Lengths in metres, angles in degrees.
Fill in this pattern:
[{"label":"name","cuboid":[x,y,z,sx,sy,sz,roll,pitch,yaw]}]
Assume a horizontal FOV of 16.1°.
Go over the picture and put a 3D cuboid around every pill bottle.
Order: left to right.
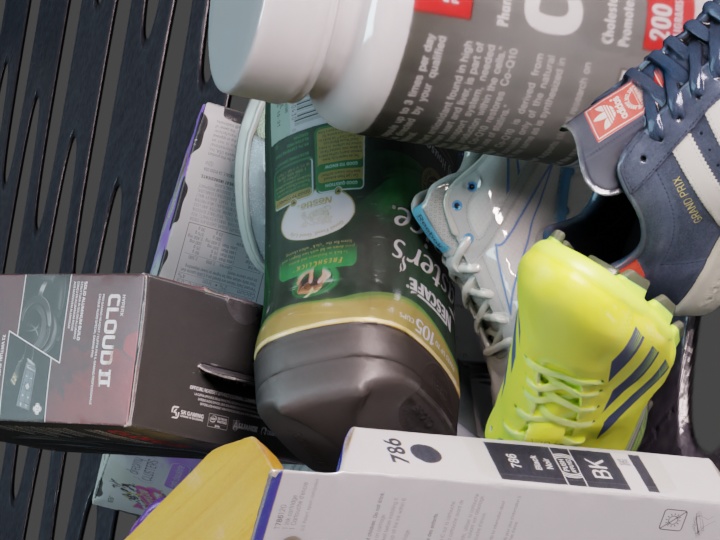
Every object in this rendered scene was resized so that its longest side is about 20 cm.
[{"label":"pill bottle","cuboid":[0.042,-0.110,1.108,0.114,0.199,0.114,-172,90,-72]}]

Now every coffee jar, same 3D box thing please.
[{"label":"coffee jar","cuboid":[0.000,0.000,1.219,0.104,0.085,0.201,50,-147,-50]}]

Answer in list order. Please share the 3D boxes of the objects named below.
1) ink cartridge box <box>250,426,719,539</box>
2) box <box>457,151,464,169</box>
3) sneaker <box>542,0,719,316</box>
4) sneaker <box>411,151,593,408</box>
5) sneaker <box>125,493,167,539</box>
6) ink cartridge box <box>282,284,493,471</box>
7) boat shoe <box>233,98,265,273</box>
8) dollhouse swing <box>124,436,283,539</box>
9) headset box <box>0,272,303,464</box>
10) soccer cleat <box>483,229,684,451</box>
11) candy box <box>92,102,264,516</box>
[{"label":"ink cartridge box","cuboid":[0.043,0.115,1.009,0.039,0.199,0.100,-117,39,-55]},{"label":"box","cuboid":[0.033,-0.106,1.410,0.137,0.038,0.201,141,135,-65]},{"label":"sneaker","cuboid":[0.129,-0.067,1.005,0.075,0.084,0.201,-107,30,-53]},{"label":"sneaker","cuboid":[0.063,-0.003,1.189,0.075,0.086,0.201,147,127,-65]},{"label":"sneaker","cuboid":[-0.082,0.146,1.302,0.200,0.088,0.081,147,127,-72]},{"label":"ink cartridge box","cuboid":[0.009,0.093,1.318,0.147,0.085,0.201,120,151,-52]},{"label":"boat shoe","cuboid":[-0.011,-0.089,1.363,0.065,0.074,0.203,26,100,48]},{"label":"dollhouse swing","cuboid":[-0.062,0.211,1.139,0.182,0.175,0.200,60,176,-23]},{"label":"headset box","cuboid":[-0.123,0.049,1.265,0.199,0.149,0.078,1,81,36]},{"label":"soccer cleat","cuboid":[0.083,0.050,1.025,0.084,0.065,0.200,-51,-17,-14]},{"label":"candy box","cuboid":[-0.092,0.031,1.469,0.168,0.071,0.201,120,164,-69]}]
